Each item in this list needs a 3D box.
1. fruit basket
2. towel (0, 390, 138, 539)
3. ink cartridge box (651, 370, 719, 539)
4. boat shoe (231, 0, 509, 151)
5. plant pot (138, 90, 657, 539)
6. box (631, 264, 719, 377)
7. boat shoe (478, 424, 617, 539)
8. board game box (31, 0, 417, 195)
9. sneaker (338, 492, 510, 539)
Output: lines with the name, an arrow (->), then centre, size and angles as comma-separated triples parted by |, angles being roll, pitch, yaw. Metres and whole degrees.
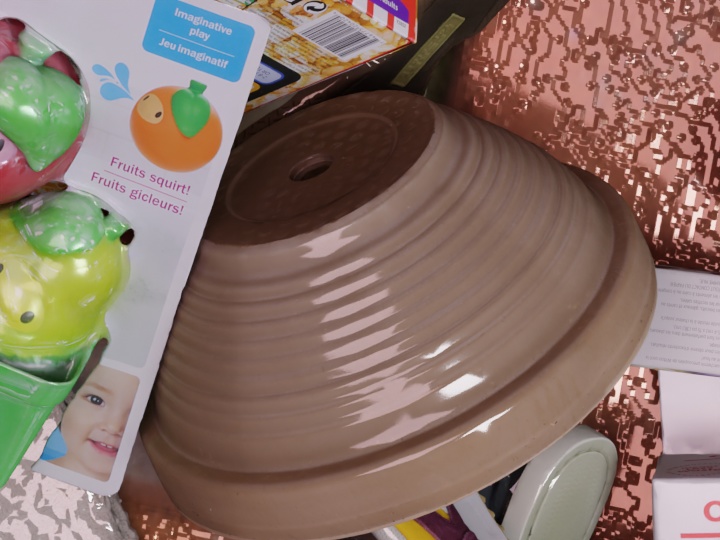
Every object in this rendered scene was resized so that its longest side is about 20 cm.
fruit basket -> -0.145, -0.029, 0.952 | 0.184, 0.094, 0.201 | 21, 123, 0
towel -> -0.157, 0.117, 1.129 | 0.132, 0.034, 0.201 | -22, 92, 10
ink cartridge box -> 0.171, 0.130, 1.051 | 0.114, 0.068, 0.201 | -3, 94, 10
boat shoe -> -0.012, -0.093, 1.073 | 0.200, 0.072, 0.076 | -44, 62, 12
plant pot -> 0.000, 0.000, 0.994 | 0.200, 0.201, 0.093 | -19, 119, 12
box -> 0.151, 0.022, 1.041 | 0.199, 0.039, 0.042 | 6, 92, 20
boat shoe -> 0.029, 0.136, 1.081 | 0.066, 0.074, 0.200 | 36, 114, 33
board game box -> -0.102, -0.099, 1.004 | 0.199, 0.151, 0.047 | -19, 57, 36
sneaker -> -0.008, 0.083, 1.018 | 0.075, 0.090, 0.200 | -54, 48, 15
